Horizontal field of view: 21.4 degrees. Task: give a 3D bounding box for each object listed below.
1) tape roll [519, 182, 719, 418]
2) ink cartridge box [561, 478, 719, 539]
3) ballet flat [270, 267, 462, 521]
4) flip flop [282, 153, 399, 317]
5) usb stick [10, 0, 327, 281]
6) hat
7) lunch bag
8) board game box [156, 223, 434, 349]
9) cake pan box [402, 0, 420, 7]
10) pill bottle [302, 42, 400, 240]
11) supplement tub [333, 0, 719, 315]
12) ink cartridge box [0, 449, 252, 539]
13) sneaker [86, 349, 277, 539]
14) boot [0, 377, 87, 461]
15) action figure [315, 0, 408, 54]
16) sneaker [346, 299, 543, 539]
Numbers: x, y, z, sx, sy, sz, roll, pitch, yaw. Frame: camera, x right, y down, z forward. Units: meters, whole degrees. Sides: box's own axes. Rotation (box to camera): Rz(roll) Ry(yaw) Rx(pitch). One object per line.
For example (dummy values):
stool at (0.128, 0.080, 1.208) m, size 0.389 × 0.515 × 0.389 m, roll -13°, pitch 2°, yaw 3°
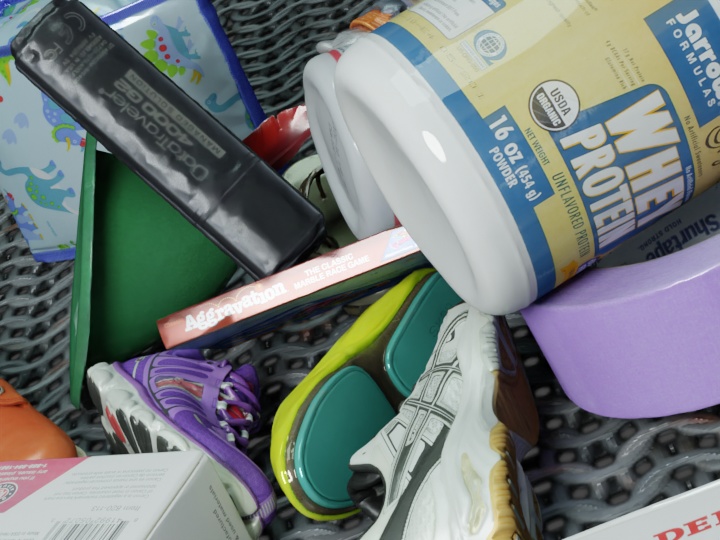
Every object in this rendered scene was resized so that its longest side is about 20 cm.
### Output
tape roll at (0.172, -0.014, 0.912) m, size 0.200 × 0.066 × 0.200 m, roll -27°, pitch 17°, yaw 9°
ink cartridge box at (0.127, 0.166, 0.636) m, size 0.145 × 0.084 × 0.200 m, roll -21°, pitch 27°, yaw 6°
ballet flat at (-0.003, 0.067, 0.962) m, size 0.067 × 0.067 × 0.200 m, roll -22°, pitch 17°, yaw 37°
flip flop at (-0.006, -0.034, 1.145) m, size 0.081 × 0.058 × 0.200 m, roll -25°, pitch 27°, yaw 0°
usb stick at (-0.104, -0.070, 1.040) m, size 0.055 × 0.200 × 0.033 m, roll -48°, pitch -3°, yaw -17°
hat at (-0.078, -0.008, 1.119) m, size 0.176 × 0.200 × 0.166 m, roll 3°, pitch 47°, yaw -10°
lunch bag at (-0.158, -0.112, 1.290) m, size 0.200 × 0.170 × 0.127 m, roll -7°, pitch 32°, yaw 33°
board game box at (0.000, 0.000, 1.009) m, size 0.200 × 0.019 × 0.103 m, roll -21°, pitch -8°, yaw 13°
cake pan box at (0.095, -0.221, 0.973) m, size 0.184 × 0.052 × 0.200 m, roll -48°, pitch 3°, yaw -8°
pill bottle at (0.077, -0.094, 1.035) m, size 0.200 × 0.109 × 0.109 m, roll -19°, pitch 26°, yaw -8°
supplement tub at (0.104, -0.087, 0.874) m, size 0.200 × 0.145 × 0.145 m, roll -33°, pitch 27°, yaw -7°
ink cartridge box at (-0.156, 0.176, 0.859) m, size 0.146 × 0.083 × 0.200 m, roll -6°, pitch 32°, yaw 33°
sneaker at (-0.083, 0.078, 0.987) m, size 0.083 × 0.081 × 0.200 m, roll -25°, pitch 25°, yaw -13°
boot at (-0.227, 0.081, 1.071) m, size 0.075 × 0.107 × 0.200 m, roll -37°, pitch 30°, yaw -27°
action figure at (0.041, -0.172, 1.313) m, size 0.193 × 0.105 × 0.200 m, roll -31°, pitch 28°, yaw -34°
sneaker at (0.034, 0.077, 0.887) m, size 0.088 × 0.076 × 0.200 m, roll -17°, pitch 27°, yaw 15°
